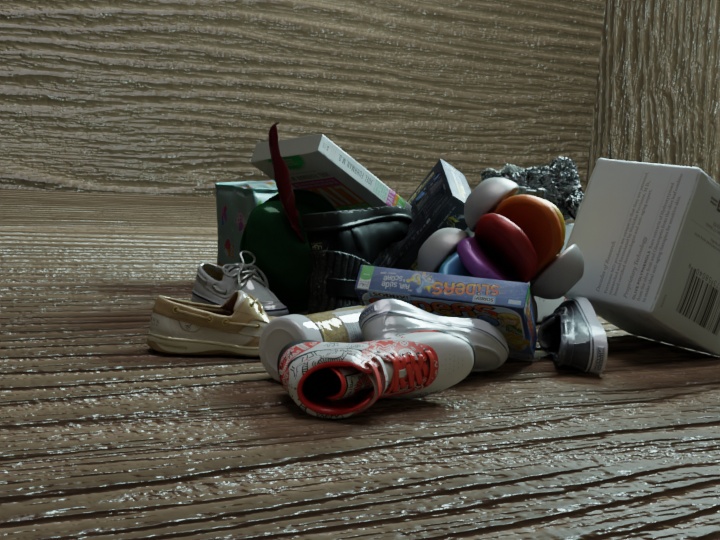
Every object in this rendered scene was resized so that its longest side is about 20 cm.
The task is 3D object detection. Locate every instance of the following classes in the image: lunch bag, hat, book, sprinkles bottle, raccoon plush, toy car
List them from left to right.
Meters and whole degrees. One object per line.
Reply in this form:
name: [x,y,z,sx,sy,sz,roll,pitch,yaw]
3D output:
hat: [-0.125,-0.053,1.408,0.165,0.202,0.176,-17,-15,18]
lunch bag: [-0.119,-0.057,1.667,0.199,0.172,0.121,-6,12,-41]
book: [-0.038,-0.124,1.492,0.133,0.048,0.200,-2,-27,43]
sprinkles bottle: [-0.022,0.075,1.157,0.068,0.069,0.199,10,9,34]
toy car: [0.171,-0.011,1.333,0.175,0.200,0.150,45,8,10]
raccoon plush: [0.252,-0.114,1.551,0.133,0.098,0.200,-4,6,-5]

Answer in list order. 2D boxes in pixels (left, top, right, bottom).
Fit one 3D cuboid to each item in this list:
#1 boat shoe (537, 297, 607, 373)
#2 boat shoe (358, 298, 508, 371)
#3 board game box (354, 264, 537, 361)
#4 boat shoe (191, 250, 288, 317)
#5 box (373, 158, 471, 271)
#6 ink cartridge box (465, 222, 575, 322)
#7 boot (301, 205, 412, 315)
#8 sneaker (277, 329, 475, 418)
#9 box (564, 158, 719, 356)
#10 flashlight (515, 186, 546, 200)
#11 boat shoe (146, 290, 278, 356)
boat shoe: [0.252,0.078,1.321,0.067,0.072,0.200,6,15,0]
boat shoe: [0.085,0.089,1.154,0.199,0.074,0.066,13,41,-31]
board game box: [0.104,0.050,1.263,0.198,0.035,0.136,6,-29,18]
boat shoe: [-0.160,0.018,1.419,0.074,0.087,0.201,-1,9,-35]
box: [0.080,-0.047,1.519,0.051,0.200,0.158,33,18,-17]
ink cartridge box: [0.220,-0.002,1.566,0.199,0.148,0.086,1,6,-27]
boot: [-0.002,0.000,1.385,0.079,0.159,0.210,-4,4,39]
sneaker: [0.024,0.101,1.012,0.200,0.068,0.108,0,10,-11]
box: [0.402,-0.018,1.427,0.198,0.201,0.171,25,-7,-39]
flashlight: [0.209,-0.013,1.441,0.067,0.202,0.068,6,7,10]
boat shoe: [-0.139,0.057,1.207,0.198,0.070,0.074,1,9,-24]
